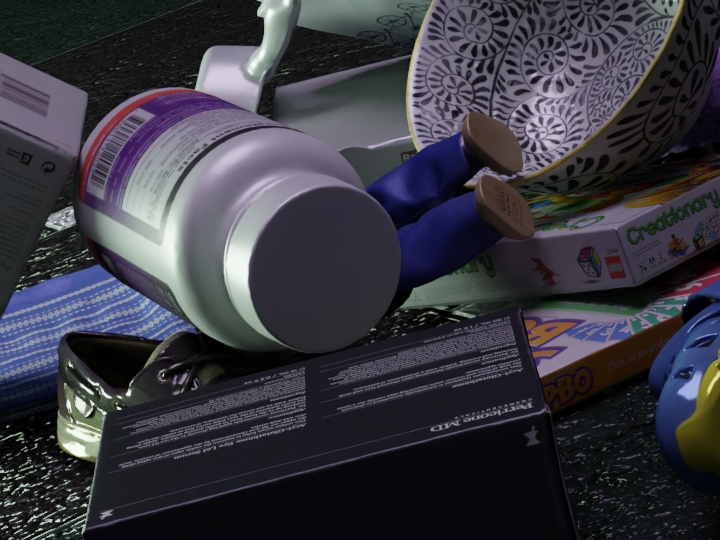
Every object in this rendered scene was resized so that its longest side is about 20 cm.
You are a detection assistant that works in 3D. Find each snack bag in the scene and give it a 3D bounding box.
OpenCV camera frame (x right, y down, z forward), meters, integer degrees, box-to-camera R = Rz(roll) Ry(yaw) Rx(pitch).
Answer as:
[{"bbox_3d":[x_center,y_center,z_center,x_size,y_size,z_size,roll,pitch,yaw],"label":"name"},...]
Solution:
[{"bbox_3d":[0.055,-0.163,1.567,0.188,0.022,0.200,12,-14,-23],"label":"snack bag"}]

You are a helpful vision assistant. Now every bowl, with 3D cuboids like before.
[{"bbox_3d":[0.128,-0.114,1.413,0.200,0.094,0.202,-31,44,34],"label":"bowl"}]

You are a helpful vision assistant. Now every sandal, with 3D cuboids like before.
[{"bbox_3d":[0.165,0.048,1.148,0.087,0.080,0.200,-10,10,27],"label":"sandal"}]

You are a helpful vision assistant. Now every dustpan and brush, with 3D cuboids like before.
[{"bbox_3d":[-0.073,-0.108,1.612,0.057,0.201,0.140,10,48,0],"label":"dustpan and brush"}]

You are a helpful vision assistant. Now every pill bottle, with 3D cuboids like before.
[{"bbox_3d":[-0.061,-0.023,1.320,0.111,0.112,0.200,-23,22,-21],"label":"pill bottle"}]

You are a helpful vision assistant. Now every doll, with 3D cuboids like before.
[{"bbox_3d":[0.000,0.000,1.369,0.200,0.048,0.137,-32,51,33],"label":"doll"}]

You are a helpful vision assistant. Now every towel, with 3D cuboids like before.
[{"bbox_3d":[-0.172,0.036,1.546,0.144,0.024,0.200,-19,18,-6],"label":"towel"}]

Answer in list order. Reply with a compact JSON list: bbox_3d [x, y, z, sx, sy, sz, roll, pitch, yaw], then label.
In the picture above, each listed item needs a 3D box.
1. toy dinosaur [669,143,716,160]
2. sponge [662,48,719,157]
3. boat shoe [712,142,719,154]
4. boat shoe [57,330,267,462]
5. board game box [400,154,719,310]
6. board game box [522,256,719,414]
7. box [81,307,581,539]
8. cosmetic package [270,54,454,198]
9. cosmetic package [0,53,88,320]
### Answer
[{"bbox_3d":[0.173,-0.110,1.602,0.135,0.086,0.200,-13,36,47],"label":"toy dinosaur"},{"bbox_3d":[0.166,-0.111,1.485,0.199,0.030,0.112,-14,45,43],"label":"sponge"},{"bbox_3d":[0.269,-0.118,1.530,0.068,0.085,0.200,11,28,33],"label":"boat shoe"},{"bbox_3d":[-0.088,0.064,1.316,0.200,0.066,0.072,3,26,47],"label":"boat shoe"},{"bbox_3d":[0.119,-0.021,1.394,0.126,0.035,0.200,-26,10,-35],"label":"board game box"},{"bbox_3d":[0.097,0.040,1.299,0.199,0.030,0.095,-26,19,-21],"label":"board game box"},{"bbox_3d":[-0.012,0.094,1.141,0.199,0.079,0.141,-14,15,3],"label":"box"},{"bbox_3d":[0.002,-0.062,1.595,0.106,0.091,0.200,-12,20,6],"label":"cosmetic package"},{"bbox_3d":[-0.225,-0.011,1.427,0.085,0.201,0.108,24,19,-13],"label":"cosmetic package"}]
